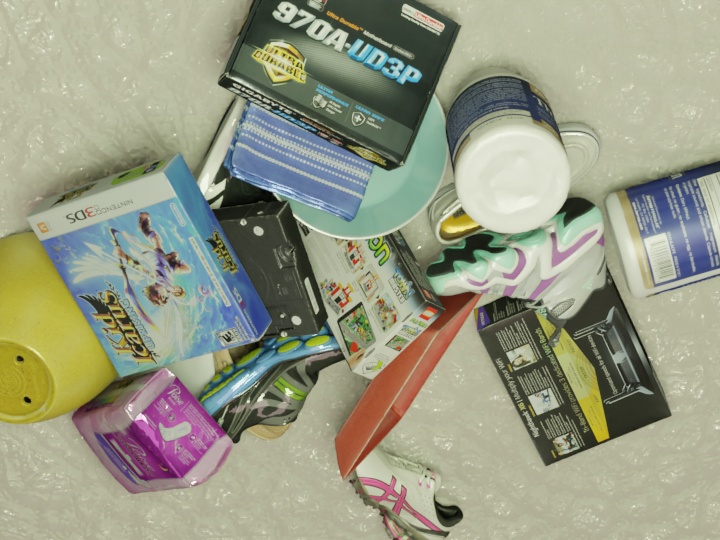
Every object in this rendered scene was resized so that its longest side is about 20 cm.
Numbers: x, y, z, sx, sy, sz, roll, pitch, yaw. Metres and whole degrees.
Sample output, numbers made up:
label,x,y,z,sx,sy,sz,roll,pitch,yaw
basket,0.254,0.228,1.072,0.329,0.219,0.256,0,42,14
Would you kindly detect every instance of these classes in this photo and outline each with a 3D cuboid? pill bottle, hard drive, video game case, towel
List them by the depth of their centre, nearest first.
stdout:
label,x,y,z,sx,sy,sz,roll,pitch,yaw
pill bottle,0.140,-0.127,1.518,0.110,0.200,0.112,-1,117,-1
towel,-0.039,-0.164,1.536,0.144,0.024,0.202,21,81,-12
video game case,-0.211,-0.001,1.546,0.180,0.046,0.201,-15,114,31
hard drive,-0.143,0.006,1.572,0.198,0.038,0.141,-7,117,25
pill bottle,0.363,-0.051,1.609,0.198,0.116,0.117,-16,116,7

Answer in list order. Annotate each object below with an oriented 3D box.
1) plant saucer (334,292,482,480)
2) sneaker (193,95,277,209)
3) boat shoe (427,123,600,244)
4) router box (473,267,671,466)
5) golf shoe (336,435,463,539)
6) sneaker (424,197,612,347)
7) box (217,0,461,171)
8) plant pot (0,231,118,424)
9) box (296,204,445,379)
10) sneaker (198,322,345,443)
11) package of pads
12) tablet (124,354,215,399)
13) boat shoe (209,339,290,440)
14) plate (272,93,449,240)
label,x,y,z,sx,sy,sz,roll,pitch,yaw
plant saucer,0.048,0.107,1.652,0.037,0.200,0.200,34,113,8
sneaker,-0.123,-0.074,1.610,0.111,0.073,0.201,26,112,-12
boat shoe,0.161,-0.085,1.613,0.199,0.070,0.071,-24,115,11
router box,0.236,0.103,1.719,0.156,0.052,0.201,-23,115,11
golf shoe,0.043,0.241,1.780,0.092,0.073,0.200,-31,124,7
sneaker,0.172,0.023,1.606,0.198,0.078,0.141,-20,115,-4
box,-0.020,-0.211,1.514,0.199,0.046,0.160,26,78,-14
plant pot,-0.347,0.080,1.630,0.198,0.142,0.202,3,117,7
box,0.000,0.000,1.585,0.110,0.201,0.035,-43,140,19
sneaker,-0.078,0.115,1.638,0.199,0.071,0.083,-32,114,12
package of pads,-0.227,0.176,1.660,0.121,0.200,0.076,50,63,-12
tablet,-0.214,0.079,1.686,0.129,0.014,0.202,12,121,28
boat shoe,-0.126,0.105,1.691,0.064,0.071,0.201,-5,124,46
plate,-0.009,-0.129,1.567,0.198,0.026,0.202,1,83,-10
